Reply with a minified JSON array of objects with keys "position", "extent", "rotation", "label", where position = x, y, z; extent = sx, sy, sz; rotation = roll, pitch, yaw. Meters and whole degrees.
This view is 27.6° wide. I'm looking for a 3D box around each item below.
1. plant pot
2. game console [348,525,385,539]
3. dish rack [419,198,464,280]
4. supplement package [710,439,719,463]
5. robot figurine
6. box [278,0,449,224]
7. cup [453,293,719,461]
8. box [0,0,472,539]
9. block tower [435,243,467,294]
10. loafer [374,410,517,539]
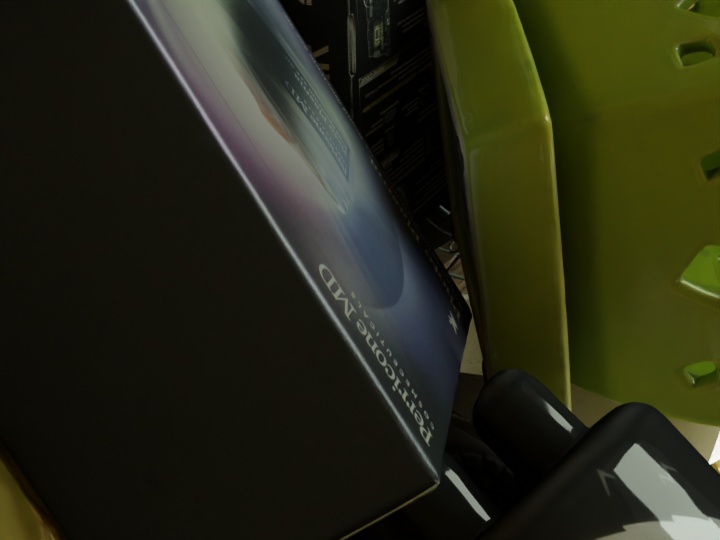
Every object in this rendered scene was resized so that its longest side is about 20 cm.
[{"position":[0.129,-0.051,0.641],"extent":[0.199,0.181,0.200],"rotation":[-98,178,-51],"label":"plant pot"},{"position":[0.075,0.184,0.615],"extent":[0.176,0.116,0.200],"rotation":[56,13,-15],"label":"game console"},{"position":[0.056,-0.051,0.885],"extent":[0.200,0.055,0.154],"rotation":[17,37,-49],"label":"dish rack"},{"position":[0.204,0.076,1.160],"extent":[0.151,0.200,0.152],"rotation":[45,19,-46],"label":"supplement package"},{"position":[0.098,0.128,0.521],"extent":[0.200,0.150,0.125],"rotation":[48,33,10],"label":"robot figurine"},{"position":[0.021,-0.108,0.701],"extent":[0.200,0.043,0.160],"rotation":[-43,138,-53],"label":"box"},{"position":[0.094,0.101,0.773],"extent":[0.200,0.200,0.143],"rotation":[-49,140,-77],"label":"cup"},{"position":[-0.060,-0.011,0.532],"extent":[0.200,0.123,0.198],"rotation":[57,14,-8],"label":"box"},{"position":[0.065,-0.005,1.053],"extent":[0.054,0.058,0.200],"rotation":[53,-1,17],"label":"block tower"},{"position":[0.044,0.097,0.651],"extent":[0.200,0.073,0.071],"rotation":[44,16,25],"label":"loafer"}]
